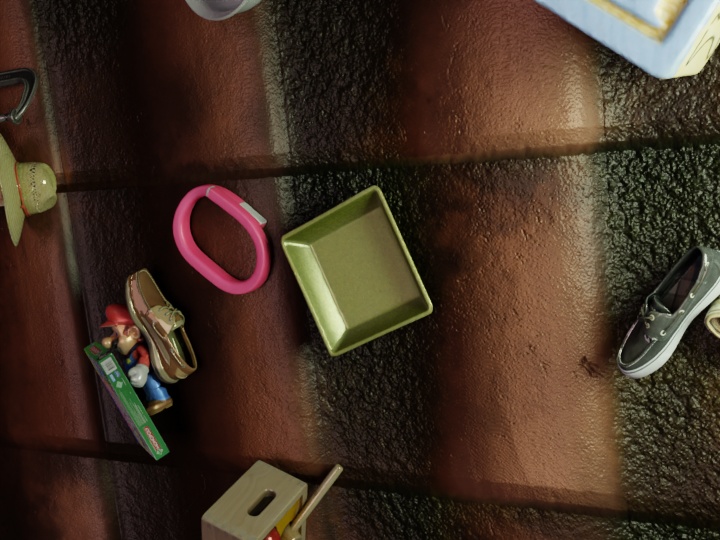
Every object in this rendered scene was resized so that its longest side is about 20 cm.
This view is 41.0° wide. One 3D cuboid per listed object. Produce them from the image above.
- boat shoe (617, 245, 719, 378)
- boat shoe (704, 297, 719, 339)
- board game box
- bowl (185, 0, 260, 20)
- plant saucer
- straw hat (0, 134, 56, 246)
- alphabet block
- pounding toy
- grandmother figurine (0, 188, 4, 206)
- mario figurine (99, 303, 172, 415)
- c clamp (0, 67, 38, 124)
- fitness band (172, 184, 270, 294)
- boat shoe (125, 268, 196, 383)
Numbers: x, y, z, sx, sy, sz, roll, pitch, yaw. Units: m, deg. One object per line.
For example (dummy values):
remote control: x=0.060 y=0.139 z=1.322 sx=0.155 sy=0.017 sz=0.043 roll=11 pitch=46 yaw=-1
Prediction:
boat shoe: x=0.384 y=0.049 z=1.216 sx=0.201 sy=0.056 sz=0.069 roll=-56 pitch=32 yaw=21
boat shoe: x=0.512 y=0.097 z=1.163 sx=0.198 sy=0.062 sz=0.074 roll=23 pitch=111 yaw=23
board game box: x=-0.405 y=0.223 z=1.661 sx=0.134 sy=0.029 sz=0.202 roll=10 pitch=129 yaw=63
bowl: x=-0.179 y=-0.466 z=1.405 sx=0.199 sy=0.090 sz=0.205 roll=7 pitch=101 yaw=42
plant saucer: x=0.000 y=0.000 z=1.442 sx=0.198 sy=0.048 sz=0.203 roll=-26 pitch=88 yaw=31
straw hat: x=-0.587 y=-0.147 z=1.718 sx=0.084 sy=0.201 sz=0.205 roll=-8 pitch=100 yaw=-13
alphabet block: x=0.336 y=-0.347 z=1.086 sx=0.196 sy=0.199 sz=0.197 roll=39 pitch=116 yaw=16
pounding toy: x=-0.141 y=0.412 z=1.552 sx=0.140 sy=0.200 sz=0.187 roll=20 pitch=125 yaw=24
grandmother figurine: x=-0.690 y=-0.219 z=1.783 sx=0.120 sy=0.060 sz=0.204 roll=-1 pitch=98 yaw=40
mario figurine: x=-0.405 y=0.157 z=1.676 sx=0.122 sy=0.106 sz=0.203 roll=-20 pitch=92 yaw=33
c clamp: x=-0.662 y=-0.284 z=1.713 sx=0.197 sy=0.027 sz=0.173 roll=-11 pitch=57 yaw=17
fitness band: x=-0.225 y=-0.050 z=1.566 sx=0.199 sy=0.037 sz=0.145 roll=38 pitch=117 yaw=19
boat shoe: x=-0.333 y=0.091 z=1.644 sx=0.073 sy=0.076 sz=0.203 roll=-17 pitch=100 yaw=26
